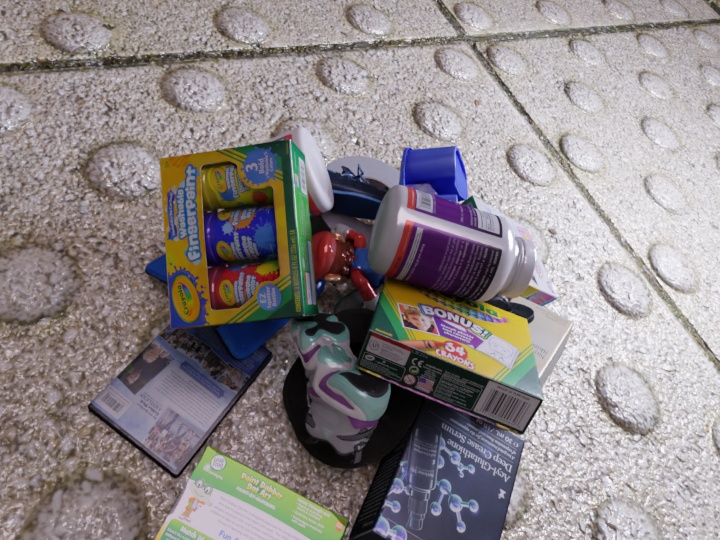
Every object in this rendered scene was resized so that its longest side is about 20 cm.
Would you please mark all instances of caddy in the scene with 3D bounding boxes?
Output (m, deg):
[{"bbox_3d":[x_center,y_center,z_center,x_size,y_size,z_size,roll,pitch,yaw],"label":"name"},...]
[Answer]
[{"bbox_3d":[0.105,-0.106,0.781,0.103,0.200,0.145,-5,81,17],"label":"caddy"}]

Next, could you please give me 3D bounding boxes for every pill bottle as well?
[{"bbox_3d":[-0.147,-0.109,0.723,0.196,0.120,0.122,-19,60,10],"label":"pill bottle"},{"bbox_3d":[0.114,-0.028,0.652,0.196,0.113,0.114,16,54,-8],"label":"pill bottle"}]

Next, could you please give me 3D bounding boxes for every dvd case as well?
[{"bbox_3d":[-0.228,0.145,0.680,0.142,0.018,0.201,35,53,4],"label":"dvd case"}]

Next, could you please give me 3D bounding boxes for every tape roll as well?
[{"bbox_3d":[0.009,-0.100,0.890,0.196,0.066,0.204,9,55,-13],"label":"tape roll"}]

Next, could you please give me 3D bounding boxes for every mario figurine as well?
[{"bbox_3d":[0.000,0.000,0.762,0.196,0.108,0.124,11,21,-5],"label":"mario figurine"}]

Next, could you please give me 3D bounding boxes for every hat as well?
[{"bbox_3d":[-0.002,0.159,0.698,0.196,0.081,0.205,-5,72,15],"label":"hat"}]

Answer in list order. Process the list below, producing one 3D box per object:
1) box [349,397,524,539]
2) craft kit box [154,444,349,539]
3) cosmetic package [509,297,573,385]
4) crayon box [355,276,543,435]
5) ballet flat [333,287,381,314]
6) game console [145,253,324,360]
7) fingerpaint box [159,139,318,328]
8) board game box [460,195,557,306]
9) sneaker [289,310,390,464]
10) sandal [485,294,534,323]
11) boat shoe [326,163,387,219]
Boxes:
[{"bbox_3d":[0.099,0.277,0.655,0.147,0.108,0.201,30,55,1],"label":"box"},{"bbox_3d":[-0.138,0.335,0.575,0.197,0.049,0.199,28,56,0],"label":"craft kit box"},{"bbox_3d":[0.225,0.126,0.750,0.102,0.074,0.199,25,37,26],"label":"cosmetic package"},{"bbox_3d":[0.108,0.085,0.622,0.197,0.059,0.173,22,27,2],"label":"crayon box"},{"bbox_3d":[0.046,0.032,0.813,0.199,0.068,0.063,-36,56,-26],"label":"ballet flat"},{"bbox_3d":[-0.180,0.012,0.771,0.200,0.117,0.173,-40,108,-40],"label":"game console"},{"bbox_3d":[-0.144,-0.039,0.618,0.163,0.073,0.205,-5,86,9],"label":"fingerpaint box"},{"bbox_3d":[0.254,-0.028,0.889,0.198,0.040,0.155,19,48,-43],"label":"board game box"},{"bbox_3d":[-0.047,0.147,0.633,0.076,0.142,0.200,3,26,-31],"label":"sneaker"},{"bbox_3d":[0.163,0.040,0.780,0.198,0.049,0.075,16,33,37],"label":"sandal"},{"bbox_3d":[-0.029,-0.137,0.808,0.196,0.084,0.070,17,66,-11],"label":"boat shoe"}]
